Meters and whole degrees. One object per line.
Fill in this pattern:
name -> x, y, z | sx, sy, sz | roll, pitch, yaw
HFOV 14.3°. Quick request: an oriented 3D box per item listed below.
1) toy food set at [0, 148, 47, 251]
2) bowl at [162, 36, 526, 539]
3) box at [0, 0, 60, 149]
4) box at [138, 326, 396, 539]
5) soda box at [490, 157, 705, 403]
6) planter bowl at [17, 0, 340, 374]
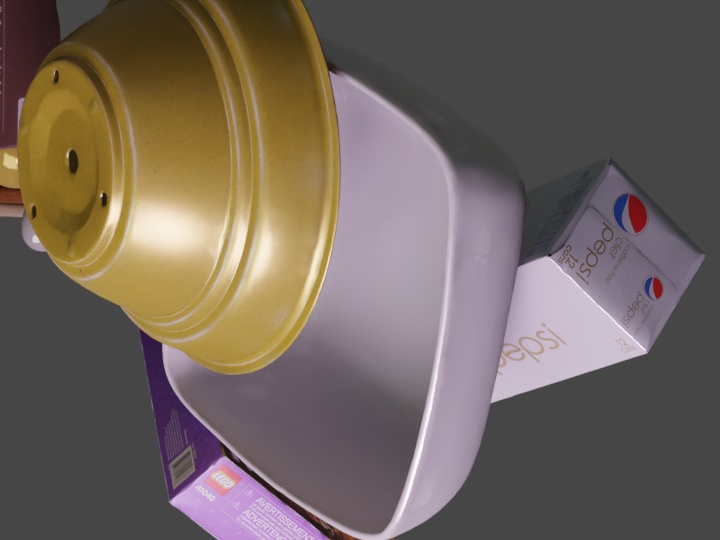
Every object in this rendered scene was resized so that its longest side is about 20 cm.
toy food set -> -0.212, -0.061, 1.515 | 0.200, 0.060, 0.144 | 2, 138, 43
bowl -> 0.000, 0.000, 1.286 | 0.200, 0.074, 0.200 | 34, 122, 46
box -> -0.243, -0.119, 1.407 | 0.200, 0.075, 0.100 | 9, 104, 34
box -> -0.046, 0.086, 1.441 | 0.039, 0.200, 0.137 | -41, 119, 14
soda box -> 0.068, 0.014, 1.342 | 0.068, 0.064, 0.200 | 43, 150, -15
planter bowl -> -0.097, -0.051, 1.277 | 0.200, 0.083, 0.201 | 9, 101, 55
